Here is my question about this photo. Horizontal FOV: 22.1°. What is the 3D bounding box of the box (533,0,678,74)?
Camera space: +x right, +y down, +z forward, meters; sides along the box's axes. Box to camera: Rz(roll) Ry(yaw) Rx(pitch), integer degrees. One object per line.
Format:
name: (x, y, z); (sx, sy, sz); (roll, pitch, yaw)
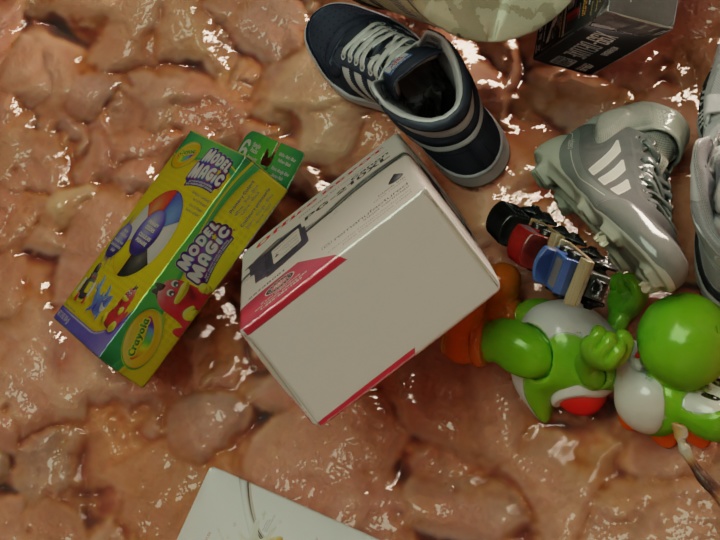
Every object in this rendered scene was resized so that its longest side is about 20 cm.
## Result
box: (0.176, -0.246, 1.232); (0.049, 0.158, 0.201); (12, 82, -11)

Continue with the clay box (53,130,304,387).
clay box: (-0.130, -0.022, 1.318); (0.200, 0.048, 0.115); (-55, 29, -4)

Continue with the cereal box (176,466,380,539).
cereal box: (-0.044, 0.232, 1.218); (0.199, 0.040, 0.144); (19, 78, 27)

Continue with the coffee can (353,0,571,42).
coffee can: (0.055, -0.239, 1.248); (0.146, 0.146, 0.200); (-49, 23, -2)

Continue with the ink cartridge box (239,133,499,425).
ink cartridge box: (0.000, 0.000, 1.197); (0.145, 0.200, 0.084); (-37, 103, 5)

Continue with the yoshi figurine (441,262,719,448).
yoshi figurine: (0.158, 0.040, 1.177); (0.199, 0.112, 0.113); (20, 72, 24)

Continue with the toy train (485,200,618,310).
toy train: (0.116, -0.014, 1.174); (0.046, 0.200, 0.034); (18, 99, -14)

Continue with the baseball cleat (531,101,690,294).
baseball cleat: (0.179, -0.059, 1.188); (0.106, 0.070, 0.200); (-36, 32, 0)

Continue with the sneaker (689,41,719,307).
sneaker: (0.250, -0.080, 1.174); (0.075, 0.115, 0.201); (4, 73, 11)

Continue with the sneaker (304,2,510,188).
sneaker: (0.020, -0.146, 1.299); (0.070, 0.109, 0.200); (-46, 61, -1)

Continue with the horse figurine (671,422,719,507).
horse figurine: (0.277, 0.133, 1.111); (0.199, 0.050, 0.133); (-17, 90, 5)
